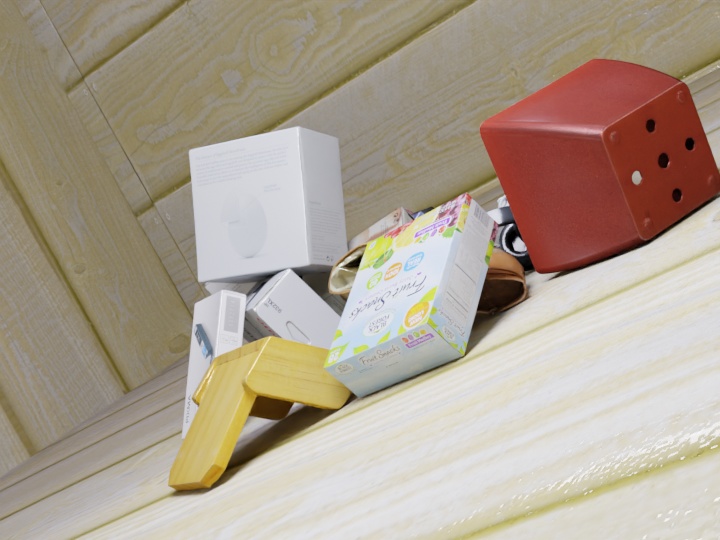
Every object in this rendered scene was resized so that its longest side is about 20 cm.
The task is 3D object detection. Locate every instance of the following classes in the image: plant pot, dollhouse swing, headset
[{"bbox_3d":[0.291,-0.122,1.428,0.199,0.201,0.176,-31,16,-23],"label":"plant pot"},{"bbox_3d":[-0.112,0.184,1.480,0.181,0.177,0.200,15,-17,-23],"label":"dollhouse swing"},{"bbox_3d":[0.220,-0.061,1.617,0.199,0.095,0.124,-4,-25,-15],"label":"headset"}]

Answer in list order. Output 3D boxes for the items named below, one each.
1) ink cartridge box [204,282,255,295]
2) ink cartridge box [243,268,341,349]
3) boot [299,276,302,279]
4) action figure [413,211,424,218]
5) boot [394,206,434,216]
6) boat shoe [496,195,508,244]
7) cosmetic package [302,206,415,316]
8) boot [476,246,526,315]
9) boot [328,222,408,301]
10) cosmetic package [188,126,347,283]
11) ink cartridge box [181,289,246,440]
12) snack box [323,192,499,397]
[{"bbox_3d":[-0.149,0.063,2.077,0.084,0.200,0.145,-41,0,16],"label":"ink cartridge box"},{"bbox_3d":[-0.102,0.083,1.814,0.084,0.145,0.200,-49,9,-16],"label":"ink cartridge box"},{"bbox_3d":[-0.083,0.039,2.033,0.073,0.204,0.154,-37,-2,12],"label":"boot"},{"bbox_3d":[0.069,0.009,2.010,0.200,0.104,0.193,-54,8,2],"label":"action figure"},{"bbox_3d":[0.061,-0.022,2.140,0.199,0.145,0.072,-30,5,11],"label":"boot"},{"bbox_3d":[0.228,-0.080,1.846,0.072,0.069,0.200,-17,-9,18],"label":"boat shoe"},{"bbox_3d":[0.017,0.007,1.876,0.199,0.103,0.088,-32,36,24],"label":"cosmetic package"},{"bbox_3d":[0.102,0.025,1.506,0.199,0.074,0.155,-21,15,2],"label":"boot"},{"bbox_3d":[0.000,0.000,1.703,0.175,0.066,0.200,-43,-5,24],"label":"boot"},{"bbox_3d":[-0.135,-0.091,1.843,0.198,0.201,0.123,-8,-5,29],"label":"cosmetic package"},{"bbox_3d":[-0.224,0.145,1.772,0.044,0.201,0.176,14,-21,-28],"label":"ink cartridge box"},{"bbox_3d":[0.059,0.028,1.407,0.168,0.068,0.201,-27,33,41],"label":"snack box"}]
